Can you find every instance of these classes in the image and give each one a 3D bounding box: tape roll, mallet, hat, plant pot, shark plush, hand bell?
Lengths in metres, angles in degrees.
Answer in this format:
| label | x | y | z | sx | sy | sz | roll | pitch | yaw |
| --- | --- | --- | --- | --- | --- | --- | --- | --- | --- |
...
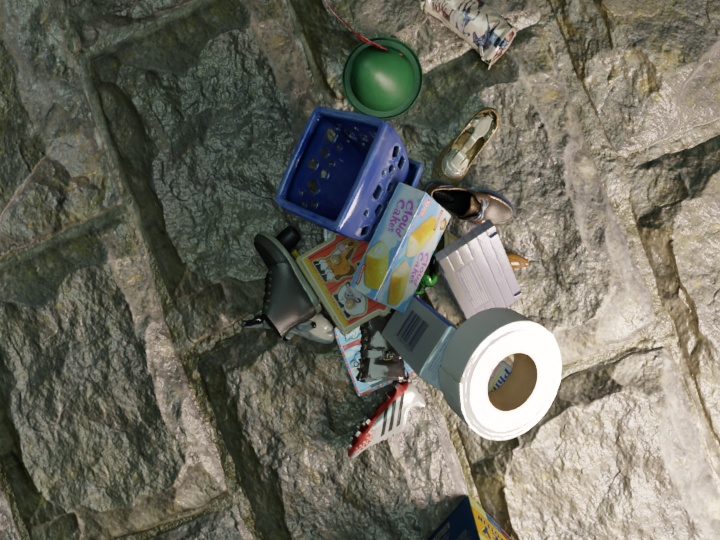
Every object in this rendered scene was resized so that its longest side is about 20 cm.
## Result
| label | x | y | z | sx | sy | sz | roll | pitch | yaw |
| --- | --- | --- | --- | --- | --- | --- | --- | --- | --- |
| tape roll | 0.229 | 0.169 | 0.856 | 0.196 | 0.071 | 0.209 | -6 | 106 | -19 |
| mallet | -0.101 | -0.008 | 1.096 | 0.199 | 0.041 | 0.066 | 42 | 98 | -1 |
| hat | 0.027 | -0.402 | 1.008 | 0.193 | 0.176 | 0.171 | 7 | 91 | 5 |
| plant pot | -0.011 | -0.162 | 0.971 | 0.198 | 0.178 | 0.205 | 26 | 92 | 41 |
| shark plush | -0.153 | 0.121 | 1.085 | 0.193 | 0.092 | 0.085 | -7 | 128 | -2 |
| hand bell | 0.245 | -0.029 | 1.052 | 0.193 | 0.104 | 0.108 | 7 | 91 | -8 |

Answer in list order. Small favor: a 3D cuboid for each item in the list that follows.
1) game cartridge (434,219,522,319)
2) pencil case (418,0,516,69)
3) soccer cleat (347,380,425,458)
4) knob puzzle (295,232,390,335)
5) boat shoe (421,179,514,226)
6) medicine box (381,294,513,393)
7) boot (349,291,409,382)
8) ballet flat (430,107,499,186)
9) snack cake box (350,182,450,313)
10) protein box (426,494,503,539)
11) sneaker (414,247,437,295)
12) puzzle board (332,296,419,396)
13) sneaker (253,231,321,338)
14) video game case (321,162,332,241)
| label | x | y | z | sx | sy | sz | roll | pitch | yaw |
| --- | --- | --- | --- | --- | --- | --- | --- | --- | --- |
| game cartridge | 0.230 | 0.012 | 1.014 | 0.127 | 0.039 | 0.202 | -29 | 126 | 7 |
| pencil case | 0.212 | -0.500 | 1.042 | 0.198 | 0.078 | 0.090 | 39 | 74 | 3 |
| soccer cleat | 0.051 | 0.318 | 1.069 | 0.085 | 0.069 | 0.201 | 39 | 92 | -1 |
| knob puzzle | 0.000 | 0.000 | 1.024 | 0.212 | 0.031 | 0.226 | 4 | 65 | -9 |
| boat shoe | 0.217 | -0.125 | 1.034 | 0.194 | 0.073 | 0.074 | 11 | 106 | -4 |
| medicine box | 0.164 | 0.156 | 0.966 | 0.198 | 0.182 | 0.104 | 34 | 93 | -25 |
| boot | 0.010 | 0.135 | 1.051 | 0.193 | 0.069 | 0.180 | 7 | 89 | 4 |
| ballet flat | 0.209 | -0.247 | 1.050 | 0.070 | 0.065 | 0.202 | 34 | 94 | 2 |
| snack cake box | 0.074 | -0.037 | 0.939 | 0.066 | 0.114 | 0.204 | 27 | 92 | 38 |
| protein box | 0.199 | 0.585 | 0.990 | 0.135 | 0.200 | 0.199 | 42 | 94 | 3 |
| sneaker | 0.120 | -0.057 | 1.032 | 0.076 | 0.084 | 0.207 | 3 | 76 | -36 |
| puzzle board | 0.057 | 0.155 | 1.091 | 0.195 | 0.017 | 0.154 | -23 | 88 | 5 |
| sneaker | -0.172 | 0.024 | 1.021 | 0.105 | 0.075 | 0.202 | -34 | 81 | -22 |
| video game case | 0.009 | -0.126 | 1.090 | 0.176 | 0.023 | 0.207 | -3 | 90 | 5 |
